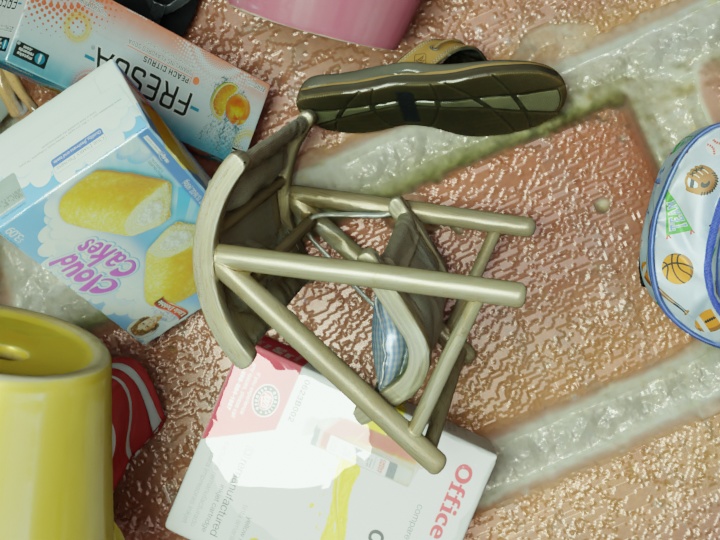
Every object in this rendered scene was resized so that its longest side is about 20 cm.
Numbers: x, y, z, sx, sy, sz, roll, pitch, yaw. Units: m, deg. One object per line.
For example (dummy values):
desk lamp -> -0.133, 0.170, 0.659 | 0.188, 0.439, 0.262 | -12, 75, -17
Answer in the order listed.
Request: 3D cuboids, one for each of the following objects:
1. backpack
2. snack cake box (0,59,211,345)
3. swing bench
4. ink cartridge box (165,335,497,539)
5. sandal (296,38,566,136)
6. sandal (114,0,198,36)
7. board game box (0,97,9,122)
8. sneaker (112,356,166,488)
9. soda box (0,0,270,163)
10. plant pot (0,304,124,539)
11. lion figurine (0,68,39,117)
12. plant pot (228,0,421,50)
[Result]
backpack -> 0.290, -0.017, 0.772 | 0.188, 0.154, 0.203 | 12, 92, 14
snack cake box -> -0.157, -0.037, 0.764 | 0.114, 0.200, 0.067 | -34, 60, 1
swing bench -> 0.000, 0.000, 0.744 | 0.198, 0.199, 0.131 | 25, 109, 4
ink cartridge box -> -0.017, 0.153, 0.811 | 0.198, 0.083, 0.147 | 23, 90, 4
sandal -> 0.052, -0.139, 0.830 | 0.197, 0.082, 0.055 | -2, 66, 10
sandal -> -0.133, -0.244, 0.833 | 0.076, 0.043, 0.202 | 29, 90, -30
board game box -> -0.379, -0.129, 0.812 | 0.199, 0.064, 0.148 | 31, 69, 14
sneaker -> -0.208, 0.153, 0.838 | 0.071, 0.113, 0.201 | 29, 120, 1
soda box -> -0.160, -0.138, 0.778 | 0.063, 0.199, 0.069 | 19, 87, 47
plant pot -> -0.229, 0.129, 0.670 | 0.198, 0.201, 0.191 | 16, 102, 4
lion figurine -> -0.235, -0.208, 0.796 | 0.072, 0.123, 0.202 | -10, 55, 6
plant pot -> -0.011, -0.257, 0.780 | 0.198, 0.200, 0.181 | 16, 105, 4
